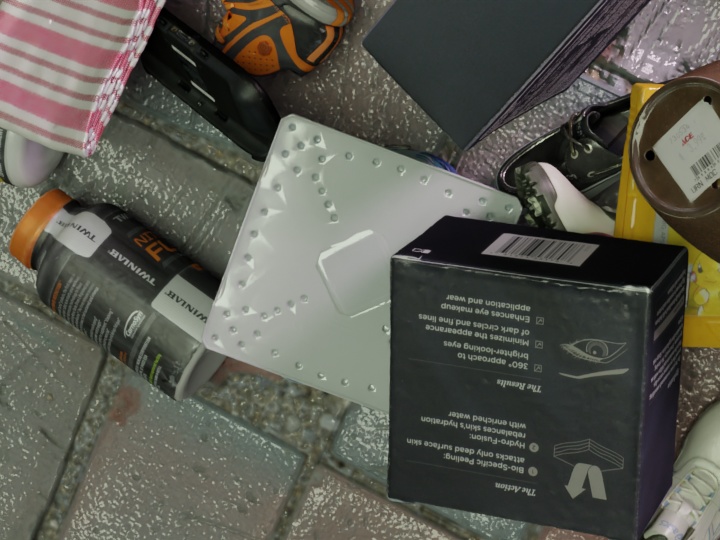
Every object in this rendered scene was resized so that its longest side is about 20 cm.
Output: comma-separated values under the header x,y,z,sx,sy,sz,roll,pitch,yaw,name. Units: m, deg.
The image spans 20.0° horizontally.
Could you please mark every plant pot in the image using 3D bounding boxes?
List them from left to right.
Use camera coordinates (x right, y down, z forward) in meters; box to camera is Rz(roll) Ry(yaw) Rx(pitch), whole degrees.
x,y,z,sx,sy,sz,roll,pitch,yaw,name
0.276,-0.075,1.394,0.187,0.200,0.187,-3,86,39,plant pot

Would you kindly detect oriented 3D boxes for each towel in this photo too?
x,y,z,sx,sy,sz,roll,pitch,yaw,name
-0.237,-0.201,1.645,0.146,0.030,0.200,20,82,31,towel

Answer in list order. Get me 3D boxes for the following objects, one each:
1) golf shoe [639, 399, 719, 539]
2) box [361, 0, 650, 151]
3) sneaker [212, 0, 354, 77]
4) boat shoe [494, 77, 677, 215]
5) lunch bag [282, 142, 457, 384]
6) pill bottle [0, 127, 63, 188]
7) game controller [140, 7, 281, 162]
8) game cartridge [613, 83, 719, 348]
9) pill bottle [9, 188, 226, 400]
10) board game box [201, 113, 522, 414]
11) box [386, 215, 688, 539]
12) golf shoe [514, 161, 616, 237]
x,y,z,sx,sy,sz,roll,pitch,yaw,name
0.265,0.188,1.616,0.078,0.097,0.200,32,106,13,golf shoe
0.136,-0.217,1.516,0.123,0.198,0.200,46,123,6,box
-0.109,-0.231,1.672,0.200,0.078,0.112,42,122,8,sneaker
0.192,-0.103,1.594,0.200,0.066,0.070,-16,60,18,boat shoe
-0.003,-0.004,1.679,0.160,0.082,0.200,3,101,17,lunch bag
-0.354,-0.150,1.756,0.200,0.112,0.112,18,104,15,pill bottle
-0.124,-0.157,1.654,0.200,0.042,0.104,39,156,38,game controller
0.280,-0.039,1.559,0.176,0.032,0.200,1,105,-15,game cartridge
-0.202,0.014,1.735,0.200,0.106,0.106,35,108,9,pill bottle
0.000,0.000,1.605,0.200,0.026,0.200,20,103,-4,board game box
0.130,0.077,1.515,0.196,0.117,0.200,8,110,21,box
0.196,-0.024,1.596,0.088,0.077,0.200,-42,116,0,golf shoe
